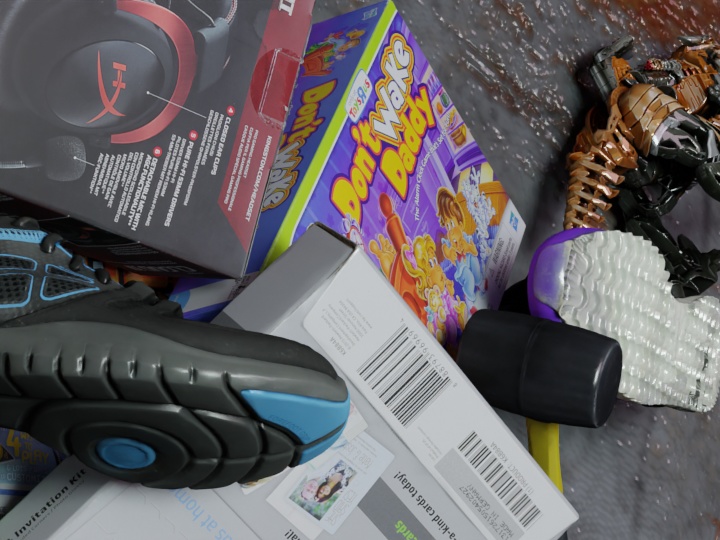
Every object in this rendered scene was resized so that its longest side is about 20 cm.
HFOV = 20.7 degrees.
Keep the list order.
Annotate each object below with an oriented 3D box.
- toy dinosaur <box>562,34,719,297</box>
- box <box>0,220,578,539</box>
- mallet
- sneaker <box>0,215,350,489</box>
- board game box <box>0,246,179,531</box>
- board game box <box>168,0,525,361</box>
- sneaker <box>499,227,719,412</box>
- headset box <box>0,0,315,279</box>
[{"bbox_3d":[0.157,-0.055,1.041,0.200,0.102,0.136,-39,89,-26],"label":"toy dinosaur"},{"bbox_3d":[-0.036,0.106,0.721,0.200,0.041,0.156,-45,119,-8],"label":"box"},{"bbox_3d":[0.072,0.094,0.864,0.200,0.066,0.041,91,24,-46],"label":"mallet"},{"bbox_3d":[-0.100,0.017,0.646,0.200,0.073,0.082,9,52,-2],"label":"sneaker"},{"bbox_3d":[-0.092,0.046,0.778,0.200,0.034,0.136,9,70,-43],"label":"board game box"},{"bbox_3d":[0.000,0.000,0.825,0.135,0.045,0.200,56,36,-29],"label":"board game box"},{"bbox_3d":[0.098,0.027,0.914,0.200,0.099,0.070,30,69,-61],"label":"sneaker"},{"bbox_3d":[-0.104,-0.088,0.708,0.200,0.075,0.149,20,79,-37],"label":"headset box"}]
